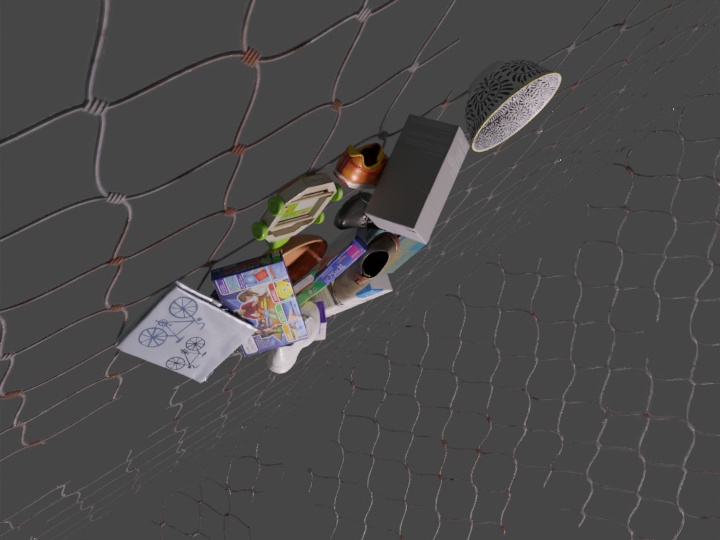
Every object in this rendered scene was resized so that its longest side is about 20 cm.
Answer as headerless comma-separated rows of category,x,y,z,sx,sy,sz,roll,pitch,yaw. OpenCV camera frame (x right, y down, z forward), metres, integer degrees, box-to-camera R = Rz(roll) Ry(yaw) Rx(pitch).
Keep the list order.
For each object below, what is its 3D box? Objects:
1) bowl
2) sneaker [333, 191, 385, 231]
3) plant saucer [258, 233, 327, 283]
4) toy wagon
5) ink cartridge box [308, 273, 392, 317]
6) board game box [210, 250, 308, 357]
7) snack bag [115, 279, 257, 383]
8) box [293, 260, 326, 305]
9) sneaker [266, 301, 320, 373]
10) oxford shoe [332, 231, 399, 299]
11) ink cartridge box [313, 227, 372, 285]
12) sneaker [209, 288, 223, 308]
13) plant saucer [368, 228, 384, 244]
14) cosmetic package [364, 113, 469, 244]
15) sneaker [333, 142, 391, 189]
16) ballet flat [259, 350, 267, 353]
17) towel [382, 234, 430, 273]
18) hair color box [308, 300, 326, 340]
bowl,0.260,-0.322,1.214,0.200,0.095,0.201,-34,167,-9
sneaker,0.031,-0.120,1.359,0.199,0.079,0.076,-25,153,-38
plant saucer,-0.159,-0.013,1.360,0.199,0.038,0.200,-33,166,-9
toy wagon,-0.124,-0.095,1.169,0.155,0.040,0.200,-21,161,-46
ink cartridge box,-0.041,0.049,1.653,0.199,0.085,0.146,-23,171,20
board game box,-0.186,0.067,1.241,0.134,0.035,0.201,-16,129,-3
snack bag,-0.314,0.118,1.214,0.188,0.021,0.199,-42,129,20
box,-0.114,0.028,1.492,0.117,0.049,0.200,-36,-177,7
sneaker,-0.133,0.122,1.396,0.201,0.075,0.089,-63,171,-47
oxford shoe,0.000,0.000,1.386,0.200,0.070,0.075,-48,-173,30
ink cartridge box,-0.033,-0.042,1.388,0.119,0.042,0.200,-42,-170,21
sneaker,-0.240,0.086,1.306,0.197,0.081,0.115,-4,158,9
plant saucer,0.024,-0.062,1.502,0.200,0.036,0.200,-43,-175,5
cosmetic package,0.101,-0.160,1.152,0.201,0.106,0.090,-65,152,-4
sneaker,0.032,-0.187,1.172,0.077,0.073,0.200,-53,163,25
ballet flat,-0.198,0.095,1.416,0.065,0.070,0.201,-44,-155,22
towel,0.082,-0.043,1.564,0.146,0.022,0.200,-41,164,20
hair color box,-0.181,0.129,1.547,0.198,0.065,0.110,-6,154,-7
